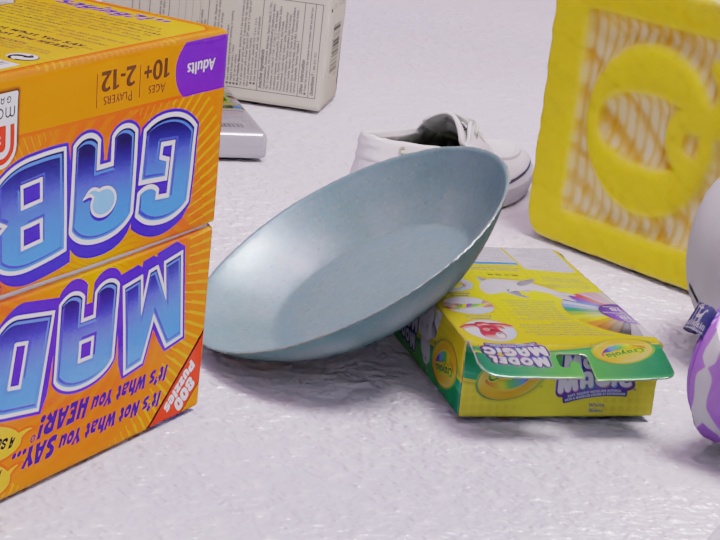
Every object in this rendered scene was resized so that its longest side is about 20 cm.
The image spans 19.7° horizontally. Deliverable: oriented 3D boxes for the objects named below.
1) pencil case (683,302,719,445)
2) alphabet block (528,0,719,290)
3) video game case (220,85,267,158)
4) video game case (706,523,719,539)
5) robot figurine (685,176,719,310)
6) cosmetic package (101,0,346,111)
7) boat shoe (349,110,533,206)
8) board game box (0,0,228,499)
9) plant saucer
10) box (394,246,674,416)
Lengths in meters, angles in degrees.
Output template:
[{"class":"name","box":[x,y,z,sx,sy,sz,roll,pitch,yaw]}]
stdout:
[{"class":"pencil case","box":[0.261,0.072,1.041,0.199,0.084,0.086,21,60,35]},{"class":"alphabet block","box":[0.257,-0.106,1.419,0.199,0.198,0.195,-11,23,-42]},{"class":"video game case","box":[-0.188,-0.122,1.607,0.199,0.023,0.182,0,19,-16]},{"class":"video game case","box":[0.235,0.149,0.900,0.181,0.022,0.200,13,18,23]},{"class":"robot figurine","box":[0.292,0.002,1.218,0.199,0.126,0.150,9,12,10]},{"class":"cosmetic package","box":[-0.118,-0.203,1.753,0.199,0.106,0.071,11,16,9]},{"class":"boat shoe","box":[0.066,-0.081,1.488,0.073,0.067,0.200,17,21,31]},{"class":"board game box","box":[-0.206,-0.026,1.004,0.199,0.201,0.200,15,20,27]},{"class":"plant saucer","box":[0.000,0.000,1.167,0.200,0.039,0.201,-24,23,11]},{"class":"box","box":[0.089,0.036,1.166,0.117,0.049,0.200,1,16,-15]}]
